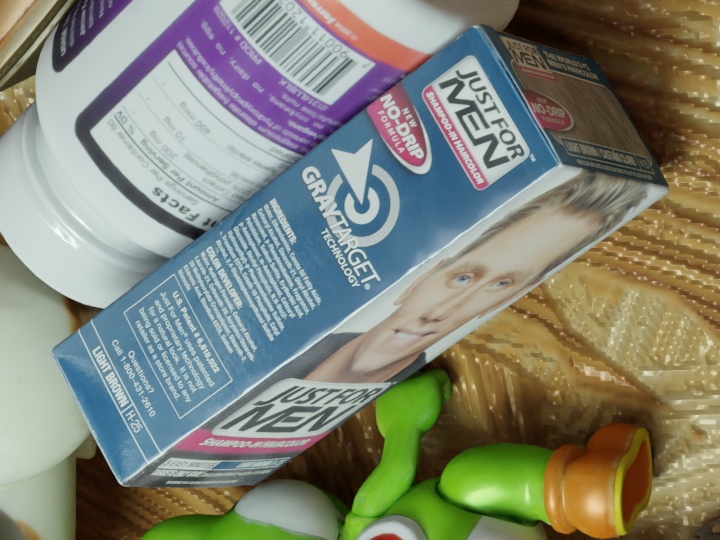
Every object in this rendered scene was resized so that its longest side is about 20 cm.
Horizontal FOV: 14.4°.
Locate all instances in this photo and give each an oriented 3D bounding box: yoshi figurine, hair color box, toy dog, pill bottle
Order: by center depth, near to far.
[{"bbox_3d":[0.000,0.000,1.002,0.200,0.100,0.061,-37,72,21],"label":"hair color box"},{"bbox_3d":[-0.046,-0.073,1.019,0.112,0.111,0.200,50,124,0],"label":"pill bottle"},{"bbox_3d":[0.016,0.105,1.090,0.199,0.113,0.112,-5,143,17],"label":"yoshi figurine"},{"bbox_3d":[-0.163,0.081,1.099,0.139,0.194,0.201,7,117,-15],"label":"toy dog"}]

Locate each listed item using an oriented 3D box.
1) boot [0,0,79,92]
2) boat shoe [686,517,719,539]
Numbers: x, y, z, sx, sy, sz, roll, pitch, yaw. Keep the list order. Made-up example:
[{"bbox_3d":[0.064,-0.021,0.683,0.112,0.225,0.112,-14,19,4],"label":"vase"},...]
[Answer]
[{"bbox_3d":[-0.179,-0.129,1.098,0.156,0.077,0.200,54,132,3],"label":"boot"},{"bbox_3d":[0.203,0.128,1.002,0.199,0.076,0.072,1,115,37],"label":"boat shoe"}]
